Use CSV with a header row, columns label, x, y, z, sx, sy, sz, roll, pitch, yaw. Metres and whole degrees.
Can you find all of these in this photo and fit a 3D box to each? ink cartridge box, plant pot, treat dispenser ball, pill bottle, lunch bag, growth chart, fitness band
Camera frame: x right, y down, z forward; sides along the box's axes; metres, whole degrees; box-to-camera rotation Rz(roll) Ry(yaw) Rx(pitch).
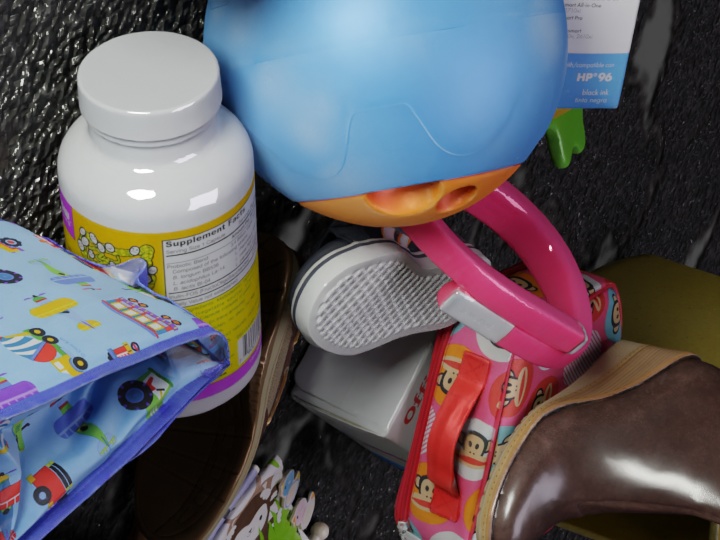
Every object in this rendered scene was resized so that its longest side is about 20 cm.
label,x,y,z,sx,sy,sz,roll,pitch,yaw
ink cartridge box,0.124,-0.210,1.343,0.068,0.116,0.201,-1,123,-15
plant pot,0.250,0.100,1.923,0.200,0.194,0.196,-55,153,-36
treat dispenser ball,0.014,-0.124,1.252,0.201,0.200,0.201,-43,146,-39
pill bottle,-0.107,-0.025,1.216,0.104,0.104,0.201,-43,146,-39
lunch bag,-0.169,0.037,1.092,0.200,0.150,0.094,-36,141,-46
ink cartridge box,0.048,0.063,1.609,0.145,0.084,0.200,-63,153,-7
growth chart,-0.080,0.194,1.552,0.145,0.018,0.200,-60,155,-15
fitness band,0.077,-0.017,1.401,0.037,0.144,0.200,-39,135,22
lunch bag,0.095,0.099,1.538,0.176,0.082,0.201,-20,128,-54

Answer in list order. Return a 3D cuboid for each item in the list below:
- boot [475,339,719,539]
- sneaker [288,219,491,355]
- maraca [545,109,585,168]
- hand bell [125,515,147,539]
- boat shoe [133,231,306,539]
label,x,y,z,sx,sy,sz,roll,pitch,yaw
boot,0.188,0.134,1.471,0.200,0.166,0.073,-46,144,-27
sneaker,0.000,0.000,1.399,0.079,0.079,0.200,-60,156,17
maraca,0.119,-0.155,1.525,0.200,0.107,0.138,53,45,-51
hand bell,-0.141,0.251,1.425,0.104,0.104,0.201,-5,104,-61
boat shoe,-0.077,0.078,1.401,0.072,0.072,0.201,26,80,-66
